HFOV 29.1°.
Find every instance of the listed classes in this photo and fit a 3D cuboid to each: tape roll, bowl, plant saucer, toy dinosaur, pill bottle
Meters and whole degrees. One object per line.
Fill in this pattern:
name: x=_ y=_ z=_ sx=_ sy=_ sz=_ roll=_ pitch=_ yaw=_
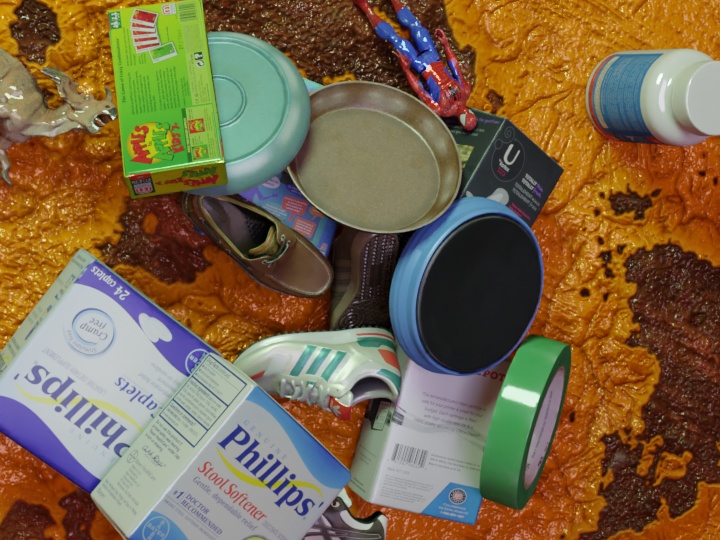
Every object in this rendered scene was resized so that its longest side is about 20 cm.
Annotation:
tape roll: x=0.194 y=0.177 z=1.622 sx=0.048 sy=0.200 sz=0.203 roll=16 pitch=92 yaw=17
bowl: x=0.122 y=0.022 z=1.527 sx=0.199 sy=0.039 sz=0.203 roll=-13 pitch=113 yaw=-32
plant saucer: x=0.010 y=-0.116 z=1.494 sx=0.198 sy=0.035 sz=0.202 roll=8 pitch=57 yaw=-12
toy dinosaur: x=-0.356 y=-0.185 z=1.420 sx=0.200 sy=0.086 sz=0.136 roll=43 pitch=70 yaw=-4
plant saucer: x=-0.151 y=-0.173 z=1.462 sx=0.198 sy=0.027 sz=0.202 roll=0 pitch=65 yaw=0
pill bottle: x=0.357 y=-0.202 z=1.623 sx=0.111 sy=0.200 sz=0.114 roll=-3 pitch=98 yaw=-20

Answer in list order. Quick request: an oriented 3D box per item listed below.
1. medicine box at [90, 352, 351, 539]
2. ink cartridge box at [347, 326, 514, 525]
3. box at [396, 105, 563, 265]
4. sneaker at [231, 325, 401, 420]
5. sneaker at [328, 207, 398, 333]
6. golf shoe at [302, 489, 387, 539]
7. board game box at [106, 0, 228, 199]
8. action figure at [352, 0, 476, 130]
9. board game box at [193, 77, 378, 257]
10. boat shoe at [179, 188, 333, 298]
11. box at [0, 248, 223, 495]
medicine box: x=-0.143 y=0.225 z=1.450 sx=0.200 sy=0.103 sz=0.182 roll=-50 pitch=126 yaw=-8
ink cartridge box: x=0.085 y=0.181 z=1.632 sx=0.145 sy=0.086 sz=0.202 roll=16 pitch=90 yaw=-22
box: x=0.120 y=-0.070 z=1.588 sx=0.122 sy=0.106 sz=0.201 roll=35 pitch=84 yaw=-38
sneaker: x=-0.047 y=0.123 z=1.553 sx=0.197 sy=0.094 sz=0.071 roll=-7 pitch=144 yaw=-13
sneaker: x=0.000 y=0.000 z=1.563 sx=0.070 sy=0.076 sz=0.201 roll=-5 pitch=139 yaw=-22
golf shoe: x=-0.061 y=0.280 z=1.590 sx=0.199 sy=0.078 sz=0.095 roll=26 pitch=87 yaw=-15
board game box: x=-0.199 y=-0.179 z=1.423 sx=0.100 sy=0.048 sz=0.202 roll=-9 pitch=65 yaw=-3
action figure: x=0.068 y=-0.240 z=1.551 sx=0.065 sy=0.052 sz=0.201 roll=-33 pitch=86 yaw=-18
board game box: x=-0.083 y=-0.114 z=1.549 sx=0.151 sy=0.045 sz=0.202 roll=20 pitch=91 yaw=-22
boat shoe: x=-0.107 y=-0.026 z=1.492 sx=0.199 sy=0.068 sz=0.072 roll=32 pitch=88 yaw=-22
box: x=-0.281 y=0.113 z=1.473 sx=0.184 sy=0.105 sz=0.201 roll=39 pitch=83 yaw=-20
